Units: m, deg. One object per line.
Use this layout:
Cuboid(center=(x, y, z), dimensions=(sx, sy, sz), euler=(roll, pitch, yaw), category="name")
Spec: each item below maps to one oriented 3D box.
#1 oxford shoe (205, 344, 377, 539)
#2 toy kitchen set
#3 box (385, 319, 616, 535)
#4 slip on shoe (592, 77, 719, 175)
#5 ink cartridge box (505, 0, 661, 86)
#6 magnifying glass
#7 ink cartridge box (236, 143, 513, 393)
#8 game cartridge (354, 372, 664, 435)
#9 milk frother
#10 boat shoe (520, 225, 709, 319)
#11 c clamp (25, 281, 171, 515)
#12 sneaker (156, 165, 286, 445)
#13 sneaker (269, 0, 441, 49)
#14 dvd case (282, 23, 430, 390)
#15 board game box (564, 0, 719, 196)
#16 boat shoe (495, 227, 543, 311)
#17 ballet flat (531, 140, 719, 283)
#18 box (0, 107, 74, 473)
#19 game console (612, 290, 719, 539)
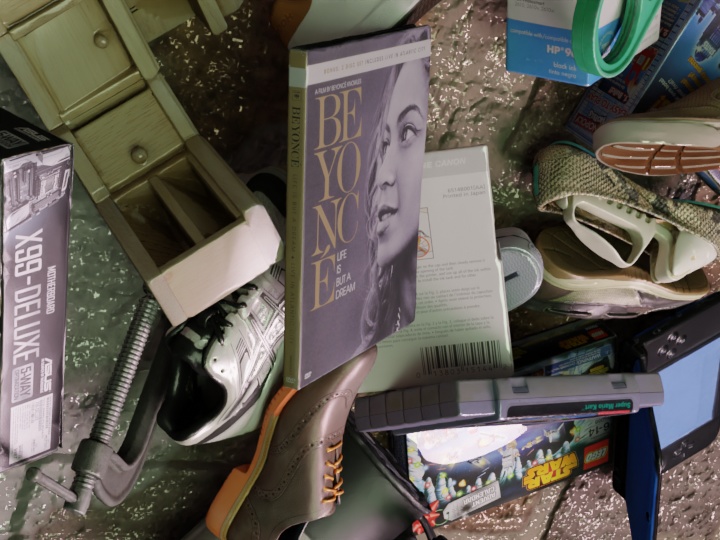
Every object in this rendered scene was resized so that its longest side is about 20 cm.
Cuboid(center=(-0.031, 0.125, 0.899), dimensions=(0.071, 0.073, 0.200), euler=(-16, 141, -55), category="oxford shoe")
Cuboid(center=(-0.110, -0.122, 0.761), dimensions=(0.163, 0.180, 0.200), euler=(-33, 130, -8), category="toy kitchen set")
Cuboid(center=(0.121, 0.130, 1.099), dimensions=(0.200, 0.040, 0.137), euler=(-17, 123, -18), category="box")
Cuboid(center=(0.258, -0.110, 0.954), dimensions=(0.199, 0.076, 0.061), euler=(-3, 78, -16), category="slip on shoe")
Cuboid(center=(0.154, -0.239, 0.873), dimensions=(0.116, 0.068, 0.200), euler=(-36, 133, -44), category="ink cartridge box")
Cuboid(center=(0.195, -0.194, 0.873), dimensions=(0.200, 0.022, 0.080), euler=(-44, 140, -40), category="magnifying glass")
Cuboid(center=(0.000, 0.000, 0.917), dimensions=(0.199, 0.045, 0.177), euler=(-6, 112, 5), category="ink cartridge box")
Cuboid(center=(0.112, 0.099, 0.966), dimensions=(0.200, 0.130, 0.039), euler=(1, 83, -34), category="game cartridge")
Cuboid(center=(-0.020, 0.237, 0.983), dimensions=(0.188, 0.200, 0.181), euler=(-42, 119, 0), category="milk frother")
Cuboid(center=(0.201, 0.005, 1.061), dimensions=(0.200, 0.073, 0.065), euler=(7, 137, -37), category="boat shoe")
Cuboid(center=(-0.146, 0.072, 0.851), dimensions=(0.171, 0.027, 0.200), euler=(83, 23, -63), category="c clamp")
Cuboid(center=(-0.080, 0.031, 0.853), dimensions=(0.088, 0.076, 0.200), euler=(-17, 127, -51), category="sneaker")
Cuboid(center=(0.022, -0.209, 0.852), dimensions=(0.200, 0.085, 0.073), euler=(-45, 172, -20), category="sneaker")
Cuboid(center=(0.000, -0.043, 0.800), dimensions=(0.149, 0.016, 0.201), euler=(-26, 122, -56), category="dvd case")
Cuboid(center=(0.266, -0.145, 1.010), dimensions=(0.200, 0.062, 0.200), euler=(-47, 126, 5), category="board game box")
Cuboid(center=(0.045, 0.028, 0.986), dimensions=(0.200, 0.067, 0.074), euler=(-20, 109, 11), category="boat shoe")
Cuboid(center=(0.217, -0.032, 1.015), dimensions=(0.200, 0.068, 0.075), euler=(21, 61, -18), category="ballet flat")
Cuboid(center=(-0.240, -0.003, 0.774), dimensions=(0.050, 0.158, 0.201), euler=(-20, 126, -46), category="box")
Cuboid(center=(0.277, 0.147, 1.110), dimensions=(0.170, 0.118, 0.200), euler=(-26, 137, -18), category="game console")
